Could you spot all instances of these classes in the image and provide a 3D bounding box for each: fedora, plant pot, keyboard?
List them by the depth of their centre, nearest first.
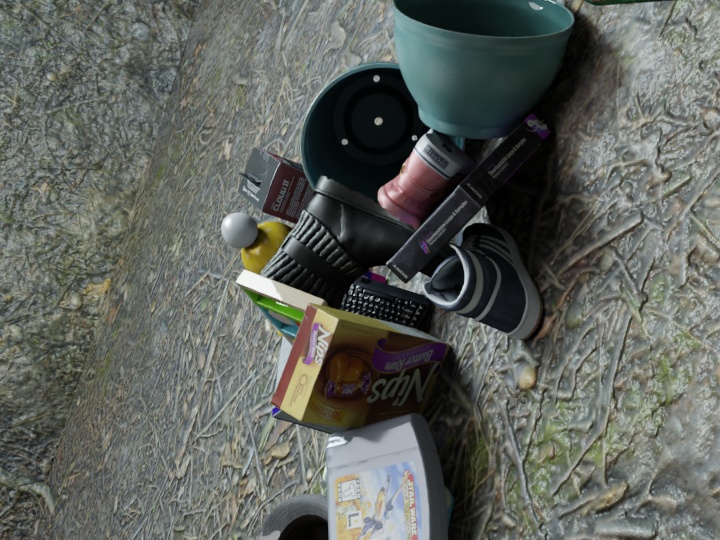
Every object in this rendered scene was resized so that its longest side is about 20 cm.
[{"bbox_3d":[0.130,-0.229,1.282,0.200,0.199,0.135,-112,22,-58],"label":"plant pot"},{"bbox_3d":[-0.035,0.348,1.295,0.200,0.090,0.178,-8,67,52],"label":"fedora"},{"bbox_3d":[-0.018,0.047,1.405,0.199,0.040,0.104,14,67,33],"label":"keyboard"},{"bbox_3d":[0.026,-0.179,1.467,0.188,0.199,0.201,-91,26,-71],"label":"plant pot"}]

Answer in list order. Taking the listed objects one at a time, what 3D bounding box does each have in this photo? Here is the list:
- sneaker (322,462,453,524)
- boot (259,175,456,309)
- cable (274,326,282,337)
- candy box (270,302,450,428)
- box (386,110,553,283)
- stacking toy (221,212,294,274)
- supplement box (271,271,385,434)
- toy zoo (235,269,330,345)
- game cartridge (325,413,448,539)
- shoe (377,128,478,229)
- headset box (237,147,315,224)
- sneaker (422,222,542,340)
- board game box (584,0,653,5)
[{"bbox_3d":[0.029,0.249,1.242,0.200,0.081,0.077,9,80,61],"label":"sneaker"},{"bbox_3d":[0.000,0.000,1.350,0.158,0.211,0.079,-62,-15,-5],"label":"boot"},{"bbox_3d":[-0.066,0.088,1.671,0.097,0.050,0.200,-51,37,4],"label":"cable"},{"bbox_3d":[0.004,0.112,1.256,0.056,0.200,0.117,25,95,42],"label":"candy box"},{"bbox_3d":[0.119,-0.079,1.223,0.200,0.036,0.143,-42,-5,-47],"label":"box"},{"bbox_3d":[-0.116,-0.022,1.606,0.146,0.200,0.147,-24,47,30],"label":"stacking toy"},{"bbox_3d":[-0.040,0.097,1.496,0.103,0.101,0.201,-40,38,51],"label":"supplement box"},{"bbox_3d":[-0.049,0.078,1.327,0.131,0.200,0.020,19,67,40],"label":"toy zoo"},{"bbox_3d":[0.026,0.252,1.173,0.133,0.041,0.201,-22,60,36],"label":"game cartridge"},{"bbox_3d":[0.074,-0.104,1.291,0.091,0.071,0.200,-49,-4,14],"label":"shoe"},{"bbox_3d":[-0.075,-0.104,1.606,0.075,0.199,0.149,-68,23,6],"label":"headset box"},{"bbox_3d":[0.114,-0.007,1.215,0.070,0.108,0.200,-61,24,21],"label":"sneaker"},{"bbox_3d":[0.301,-0.339,1.154,0.200,0.029,0.135,26,97,68],"label":"board game box"}]
